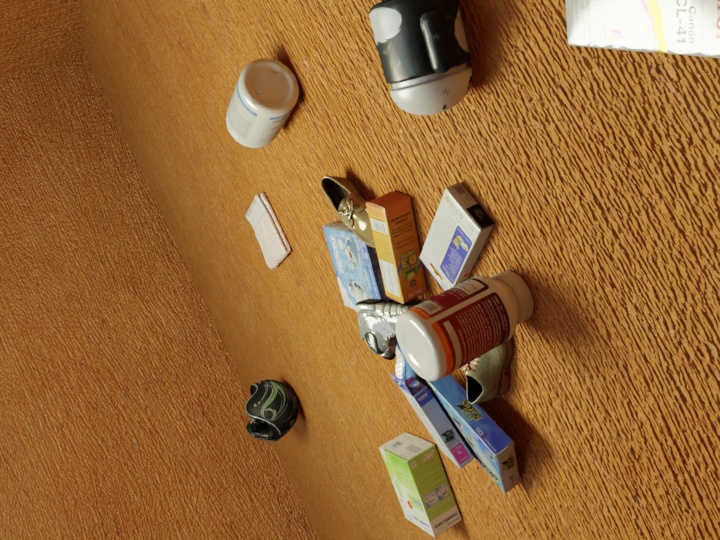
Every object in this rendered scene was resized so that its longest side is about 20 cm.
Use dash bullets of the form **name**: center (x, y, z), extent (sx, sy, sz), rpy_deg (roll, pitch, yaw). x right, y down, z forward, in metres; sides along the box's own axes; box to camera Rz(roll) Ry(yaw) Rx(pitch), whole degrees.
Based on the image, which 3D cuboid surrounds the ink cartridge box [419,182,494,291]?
- **ink cartridge box**: center (0.156, -0.048, 1.202), extent (0.095, 0.037, 0.200), rpy_deg (55, 152, 23)

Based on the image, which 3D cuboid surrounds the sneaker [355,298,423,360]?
- **sneaker**: center (0.080, 0.118, 1.390), extent (0.199, 0.075, 0.116), rpy_deg (3, 98, 38)

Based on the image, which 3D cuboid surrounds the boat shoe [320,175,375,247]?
- **boat shoe**: center (-0.018, -0.119, 1.440), extent (0.071, 0.064, 0.200), rpy_deg (-55, 52, 20)

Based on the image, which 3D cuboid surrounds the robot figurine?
- **robot figurine**: center (0.085, -0.317, 0.991), extent (0.124, 0.150, 0.201), rpy_deg (-4, 110, 35)

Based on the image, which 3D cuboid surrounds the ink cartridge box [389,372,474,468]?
- **ink cartridge box**: center (0.135, 0.277, 1.381), extent (0.200, 0.042, 0.119), rpy_deg (54, 172, -6)

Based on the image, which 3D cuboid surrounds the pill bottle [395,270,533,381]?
- **pill bottle**: center (0.163, 0.077, 1.095), extent (0.113, 0.199, 0.113), rpy_deg (47, 151, 37)

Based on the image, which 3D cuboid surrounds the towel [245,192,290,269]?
- **towel**: center (-0.270, -0.110, 2.072), extent (0.192, 0.032, 0.200), rpy_deg (64, 158, 4)

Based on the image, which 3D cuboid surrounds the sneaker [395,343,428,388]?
- **sneaker**: center (0.114, 0.151, 1.454), extent (0.089, 0.078, 0.201), rpy_deg (-3, 104, 41)

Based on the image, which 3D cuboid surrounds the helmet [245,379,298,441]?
- **helmet**: center (-0.315, 0.484, 2.535), extent (0.199, 0.191, 0.201), rpy_deg (13, 137, 13)

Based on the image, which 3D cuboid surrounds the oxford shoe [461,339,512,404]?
- **oxford shoe**: center (0.210, 0.148, 1.220), extent (0.070, 0.075, 0.201), rpy_deg (34, 142, 51)

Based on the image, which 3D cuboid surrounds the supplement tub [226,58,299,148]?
- **supplement tub**: center (-0.221, -0.367, 1.591), extent (0.132, 0.132, 0.200), rpy_deg (65, 156, 3)

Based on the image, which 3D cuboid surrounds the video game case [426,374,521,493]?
- **video game case**: center (0.211, 0.297, 1.337), extent (0.200, 0.045, 0.182), rpy_deg (47, 168, 38)

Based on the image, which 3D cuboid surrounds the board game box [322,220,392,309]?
- **board game box**: center (0.000, 0.000, 1.574), extent (0.199, 0.043, 0.201), rpy_deg (19, 128, 61)

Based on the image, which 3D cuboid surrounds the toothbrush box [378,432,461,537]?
- **toothbrush box**: center (0.140, 0.502, 1.698), extent (0.145, 0.086, 0.201), rpy_deg (2, 115, 65)

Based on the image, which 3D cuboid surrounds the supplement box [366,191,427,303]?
- **supplement box**: center (0.071, -0.042, 1.353), extent (0.069, 0.066, 0.201), rpy_deg (27, 136, 52)

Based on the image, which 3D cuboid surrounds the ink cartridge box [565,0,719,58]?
- **ink cartridge box**: center (0.282, -0.277, 0.646), extent (0.200, 0.085, 0.148), rpy_deg (33, 141, 54)
